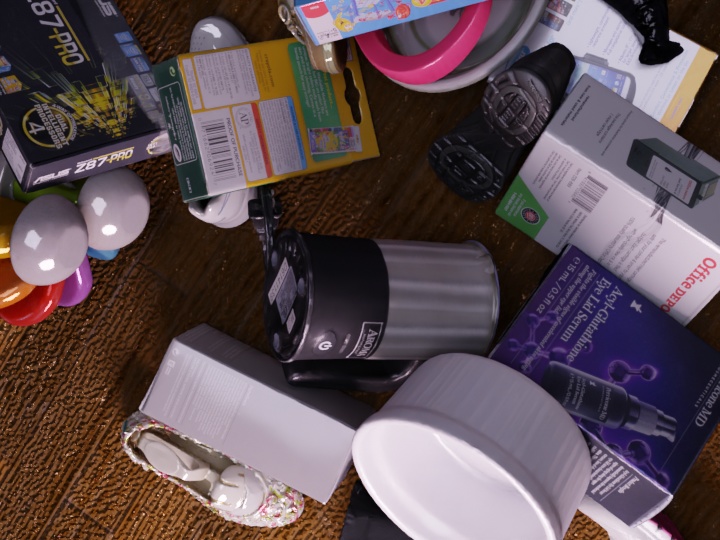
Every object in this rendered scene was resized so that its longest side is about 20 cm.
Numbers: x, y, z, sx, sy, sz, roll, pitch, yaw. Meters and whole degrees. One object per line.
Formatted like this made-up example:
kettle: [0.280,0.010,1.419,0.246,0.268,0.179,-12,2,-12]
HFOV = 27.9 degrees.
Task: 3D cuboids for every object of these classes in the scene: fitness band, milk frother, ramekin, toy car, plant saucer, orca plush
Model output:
fitness band: [0.049,-0.258,1.297,0.143,0.037,0.201,-38,54,22]
milk frother: [0.000,0.000,1.345,0.187,0.181,0.201,3,64,-24]
ramekin: [0.100,0.165,1.244,0.200,0.201,0.098,36,58,5]
toy car: [-0.302,-0.028,1.369,0.174,0.200,0.151,16,122,30]
plant saucer: [0.095,-0.248,1.312,0.199,0.050,0.202,-13,67,32]
orca plush: [0.217,-0.274,1.273,0.104,0.071,0.201,-16,72,-9]

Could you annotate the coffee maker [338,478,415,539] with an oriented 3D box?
coffee maker: [0.080,0.271,1.351,0.198,0.135,0.194,12,97,8]

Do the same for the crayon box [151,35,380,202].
crayon box: [-0.084,-0.145,1.338,0.051,0.199,0.127,-8,96,53]

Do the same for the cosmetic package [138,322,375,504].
cosmetic package: [-0.094,0.133,1.383,0.199,0.107,0.091,29,100,8]

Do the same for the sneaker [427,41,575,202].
sneaker: [0.132,-0.131,1.301,0.076,0.091,0.200,46,145,-1]

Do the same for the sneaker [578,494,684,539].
sneaker: [0.270,0.279,1.344,0.200,0.081,0.088,42,100,4]

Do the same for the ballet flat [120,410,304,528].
ballet flat: [-0.151,0.201,1.422,0.199,0.064,0.076,25,99,6]

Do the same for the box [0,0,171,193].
box: [-0.276,-0.179,1.336,0.201,0.160,0.049,59,145,19]

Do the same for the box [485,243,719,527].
box: [0.215,0.103,1.291,0.199,0.104,0.148,35,63,6]

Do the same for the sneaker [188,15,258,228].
sneaker: [-0.134,-0.140,1.370,0.074,0.087,0.202,-3,94,14]

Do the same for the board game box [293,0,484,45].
board game box: [0.038,-0.310,1.246,0.198,0.056,0.197,-12,60,13]

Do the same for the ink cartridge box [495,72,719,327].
ink cartridge box: [0.238,-0.055,1.277,0.199,0.146,0.084,35,60,4]

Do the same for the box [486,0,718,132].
box: [0.210,-0.190,1.328,0.199,0.041,0.120,30,100,8]

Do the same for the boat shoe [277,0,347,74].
boat shoe: [-0.061,-0.263,1.328,0.063,0.073,0.202,-19,71,8]
